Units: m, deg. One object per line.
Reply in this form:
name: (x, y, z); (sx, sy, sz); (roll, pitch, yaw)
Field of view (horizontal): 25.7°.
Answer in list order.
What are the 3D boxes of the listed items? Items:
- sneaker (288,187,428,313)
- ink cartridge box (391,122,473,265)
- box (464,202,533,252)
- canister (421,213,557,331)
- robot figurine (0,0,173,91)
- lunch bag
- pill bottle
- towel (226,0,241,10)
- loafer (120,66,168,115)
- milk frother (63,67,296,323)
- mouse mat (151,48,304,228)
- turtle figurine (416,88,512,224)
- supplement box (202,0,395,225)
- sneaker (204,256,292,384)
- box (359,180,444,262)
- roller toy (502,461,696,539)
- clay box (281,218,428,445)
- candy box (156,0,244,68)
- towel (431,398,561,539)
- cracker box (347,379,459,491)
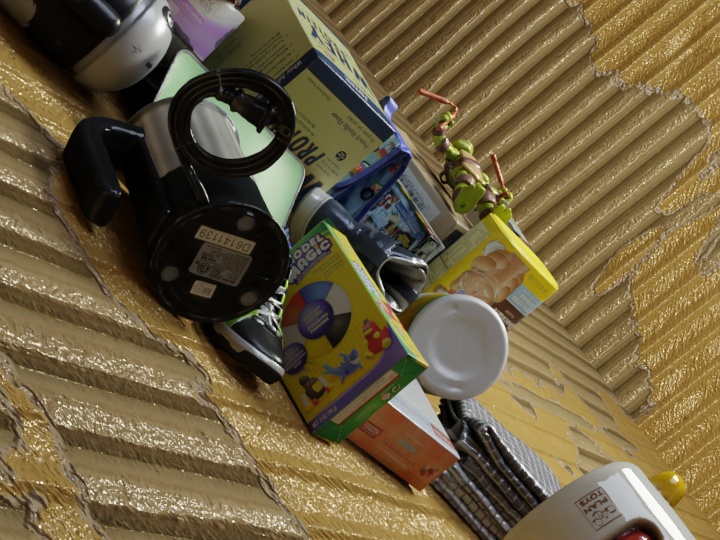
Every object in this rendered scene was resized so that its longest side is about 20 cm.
sneaker: (-0.001, 0.001, 1.684); (0.146, 0.077, 0.202); (34, -12, 12)
ink cartridge box: (0.029, -0.065, 1.972); (0.075, 0.165, 0.200); (31, 21, -56)
box: (0.118, 0.001, 2.021); (0.035, 0.200, 0.110); (43, 13, -35)
canister: (0.124, 0.039, 1.908); (0.148, 0.200, 0.087); (40, 14, -45)
robot figurine: (-0.269, -0.266, 1.513); (0.200, 0.125, 0.150); (47, 40, -17)
lunch bag: (-0.033, -0.126, 1.822); (0.094, 0.200, 0.151); (39, 14, -48)
pill bottle: (0.082, 0.081, 1.738); (0.111, 0.111, 0.200); (49, -10, -8)
towel: (-0.170, -0.331, 1.596); (0.144, 0.023, 0.200); (42, -14, -1)
loafer: (-0.202, -0.150, 1.600); (0.063, 0.072, 0.200); (18, 25, -35)
milk frother: (-0.129, -0.098, 1.326); (0.180, 0.200, 0.188); (37, 15, -36)
mouse mat: (-0.138, -0.096, 1.529); (0.200, 0.008, 0.161); (43, 53, -34)
turtle figurine: (0.127, -0.123, 1.952); (0.200, 0.064, 0.162); (49, 17, -33)
supplement box: (-0.102, -0.173, 1.695); (0.134, 0.200, 0.200); (41, 15, -37)
sneaker: (-0.096, 0.013, 1.387); (0.072, 0.083, 0.200); (41, 14, -40)
box: (-0.002, -0.057, 1.890); (0.040, 0.137, 0.200); (37, 16, -50)
roller toy: (0.227, 0.278, 1.534); (0.182, 0.200, 0.140); (4, 44, -57)
clay box: (-0.035, 0.046, 1.446); (0.048, 0.115, 0.200); (34, 18, -54)
candy box: (-0.234, -0.294, 1.666); (0.168, 0.072, 0.200); (49, -19, -19)
towel: (0.152, 0.224, 1.698); (0.200, 0.086, 0.166); (48, 10, -13)
cracker box: (0.008, 0.110, 1.565); (0.134, 0.058, 0.200); (41, 12, -40)
